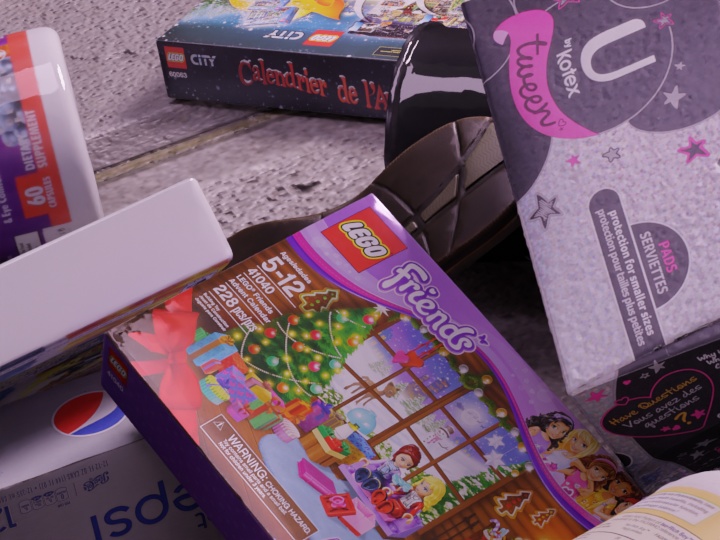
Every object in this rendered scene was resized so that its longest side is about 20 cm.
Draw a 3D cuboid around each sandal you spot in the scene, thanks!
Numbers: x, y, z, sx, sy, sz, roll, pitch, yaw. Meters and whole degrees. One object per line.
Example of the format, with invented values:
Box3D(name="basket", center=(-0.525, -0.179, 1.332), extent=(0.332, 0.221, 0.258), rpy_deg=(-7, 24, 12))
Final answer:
Box3D(name="sandal", center=(0.000, 0.000, 1.263), extent=(0.200, 0.055, 0.082), rpy_deg=(-34, 59, 14))

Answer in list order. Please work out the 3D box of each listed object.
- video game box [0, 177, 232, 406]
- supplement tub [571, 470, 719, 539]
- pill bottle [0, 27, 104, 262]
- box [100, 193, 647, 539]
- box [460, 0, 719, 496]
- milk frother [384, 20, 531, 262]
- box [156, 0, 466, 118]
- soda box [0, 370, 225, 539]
Box3D(name="video game box", center=(-0.171, 0.040, 1.204), extent=(0.200, 0.047, 0.182), rpy_deg=(-26, -3, -23))
Box3D(name="supplement tub", center=(0.098, 0.153, 0.912), extent=(0.200, 0.146, 0.145), rpy_deg=(-26, 33, -23))
Box3D(name="pill bottle", center=(-0.236, -0.047, 1.402), extent=(0.200, 0.112, 0.111), rpy_deg=(-15, 30, -5))
Box3D(name="box", center=(0.008, 0.073, 1.102), extent=(0.137, 0.039, 0.200), rpy_deg=(-28, 61, -27))
Box3D(name="box", center=(0.134, -0.030, 1.129), extent=(0.132, 0.115, 0.200), rpy_deg=(-22, 54, 13))
Box3D(name="milk frother", center=(0.120, -0.109, 1.300), extent=(0.188, 0.200, 0.181), rpy_deg=(2, 29, 20))
Box3D(name="box", center=(0.007, -0.134, 1.539), extent=(0.200, 0.038, 0.137), rpy_deg=(8, 35, 29))
Box3D(name="soda box", center=(-0.075, 0.076, 1.180), extent=(0.200, 0.068, 0.063), rpy_deg=(-20, 32, -14))
